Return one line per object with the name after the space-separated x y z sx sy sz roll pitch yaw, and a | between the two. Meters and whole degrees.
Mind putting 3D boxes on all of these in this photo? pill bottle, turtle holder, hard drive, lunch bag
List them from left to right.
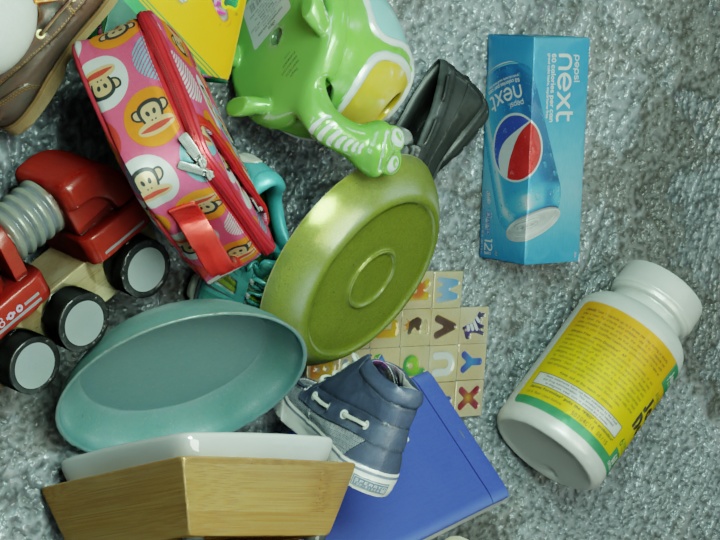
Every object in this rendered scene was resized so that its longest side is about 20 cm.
-0.131 -0.077 1.552 0.082 0.176 0.200 -25 155 3 | lunch bag
-0.020 -0.165 1.653 0.132 0.185 0.141 17 98 -36 | turtle holder
0.012 0.175 1.777 0.200 0.025 0.132 -22 70 -33 | hard drive
0.222 0.091 1.926 0.200 0.113 0.113 -52 124 -20 | pill bottle

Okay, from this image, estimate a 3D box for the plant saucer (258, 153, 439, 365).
0.000 0.000 1.698 0.200 0.031 0.200 -37 149 -27 | plant saucer

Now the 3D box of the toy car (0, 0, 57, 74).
-0.300 -0.171 1.449 0.200 0.177 0.185 -10 93 -42 | toy car

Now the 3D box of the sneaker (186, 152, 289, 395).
-0.092 0.008 1.690 0.077 0.080 0.200 -12 108 -36 | sneaker

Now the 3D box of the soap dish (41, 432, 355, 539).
-0.125 0.174 1.615 0.157 0.200 0.081 6 75 -38 | soap dish

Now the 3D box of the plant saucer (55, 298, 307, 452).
-0.141 0.077 1.632 0.200 0.200 0.036 5 51 -38 | plant saucer

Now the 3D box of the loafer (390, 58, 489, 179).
0.032 -0.093 1.782 0.070 0.068 0.201 48 64 -23 | loafer

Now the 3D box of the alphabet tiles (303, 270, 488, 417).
0.032 0.083 1.845 0.200 0.006 0.167 -1 98 -37 | alphabet tiles

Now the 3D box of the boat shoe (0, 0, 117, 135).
-0.228 -0.194 1.541 0.070 0.070 0.200 30 92 -40 | boat shoe

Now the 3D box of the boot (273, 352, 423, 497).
-0.005 0.103 1.689 0.073 0.200 0.090 19 99 -27 | boot

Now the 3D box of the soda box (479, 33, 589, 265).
0.153 -0.107 1.872 0.068 0.064 0.200 -4 99 -37 | soda box

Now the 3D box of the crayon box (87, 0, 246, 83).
-0.142 -0.254 1.624 0.119 0.058 0.200 12 90 -38 | crayon box

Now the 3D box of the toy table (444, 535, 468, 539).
0.021 0.302 1.803 0.200 0.117 0.184 18 86 -39 | toy table

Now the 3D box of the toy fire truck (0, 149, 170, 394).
-0.262 -0.040 1.543 0.176 0.129 0.200 -42 130 -25 | toy fire truck
